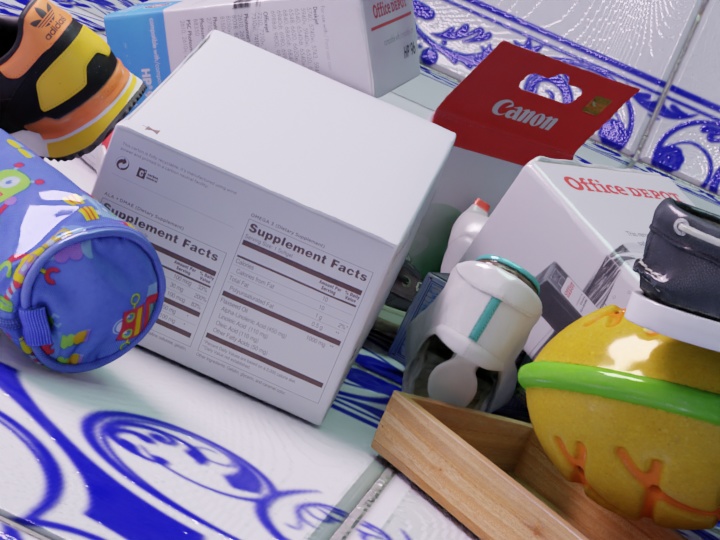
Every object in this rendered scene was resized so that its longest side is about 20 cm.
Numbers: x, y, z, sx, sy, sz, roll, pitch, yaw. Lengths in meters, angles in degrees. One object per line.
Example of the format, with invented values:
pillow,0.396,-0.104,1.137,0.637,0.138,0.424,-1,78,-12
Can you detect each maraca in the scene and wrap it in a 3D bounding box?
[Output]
maraca,0.165,0.070,1.090,0.200,0.107,0.137,9,-7,41

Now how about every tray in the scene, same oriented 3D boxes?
tray,0.098,0.123,1.129,0.099,0.037,0.200,16,12,-36

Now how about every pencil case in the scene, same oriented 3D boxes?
pencil case,-0.180,-0.022,1.134,0.087,0.078,0.200,-31,41,-25

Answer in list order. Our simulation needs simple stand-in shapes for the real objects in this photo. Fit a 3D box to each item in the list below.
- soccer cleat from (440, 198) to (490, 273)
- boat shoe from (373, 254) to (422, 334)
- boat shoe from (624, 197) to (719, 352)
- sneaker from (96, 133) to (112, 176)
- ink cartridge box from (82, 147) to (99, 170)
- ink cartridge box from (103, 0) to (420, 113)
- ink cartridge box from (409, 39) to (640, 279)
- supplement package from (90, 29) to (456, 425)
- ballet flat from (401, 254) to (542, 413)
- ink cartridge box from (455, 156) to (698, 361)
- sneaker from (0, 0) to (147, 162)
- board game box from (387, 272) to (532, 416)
soccer cleat,0.105,0.023,1.591,0.069,0.078,0.200,20,-14,35
boat shoe,0.000,0.000,1.431,0.200,0.065,0.072,16,-3,-31
boat shoe,0.215,0.018,1.005,0.200,0.060,0.076,14,8,10
sneaker,-0.066,-0.068,1.448,0.200,0.077,0.085,3,54,-24
ink cartridge box,-0.092,-0.103,1.582,0.176,0.045,0.200,-23,31,-20
ink cartridge box,-0.037,-0.135,1.392,0.200,0.068,0.116,-4,12,17
ink cartridge box,0.085,-0.057,1.574,0.161,0.200,0.050,12,44,-48
supplement package,-0.051,-0.030,1.259,0.156,0.111,0.200,23,23,2
ballet flat,0.051,0.053,1.249,0.069,0.069,0.200,24,-21,3
ink cartridge box,0.169,0.036,1.286,0.144,0.084,0.200,4,39,-49
sneaker,-0.204,-0.102,1.250,0.200,0.070,0.090,-9,-52,44
board game box,0.127,0.064,1.402,0.200,0.062,0.200,11,21,-41
